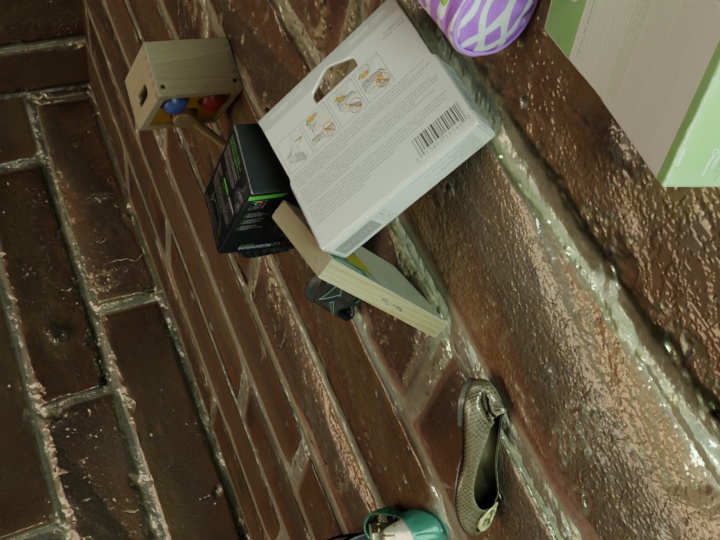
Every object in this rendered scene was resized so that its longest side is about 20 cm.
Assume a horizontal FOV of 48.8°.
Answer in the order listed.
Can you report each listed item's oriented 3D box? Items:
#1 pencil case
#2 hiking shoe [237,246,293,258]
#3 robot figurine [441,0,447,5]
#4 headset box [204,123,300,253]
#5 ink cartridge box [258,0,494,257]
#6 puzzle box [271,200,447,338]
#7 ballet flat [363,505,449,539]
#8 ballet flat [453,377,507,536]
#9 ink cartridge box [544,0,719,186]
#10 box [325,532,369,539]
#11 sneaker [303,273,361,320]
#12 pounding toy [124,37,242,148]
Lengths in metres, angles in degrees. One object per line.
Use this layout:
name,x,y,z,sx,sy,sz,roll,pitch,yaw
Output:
pencil case,0.071,-0.272,0.675,0.086,0.084,0.200,-50,56,35
hiking shoe,-0.131,-0.068,1.164,0.200,0.074,0.087,-24,-77,-71
robot figurine,0.067,-0.290,0.537,0.175,0.115,0.201,-157,69,-87
headset box,-0.087,-0.109,1.002,0.200,0.174,0.093,-44,59,59
ink cartridge box,0.009,-0.142,0.794,0.200,0.045,0.176,-38,63,22
puzzle box,0.000,0.000,0.898,0.025,0.200,0.133,-51,41,10
ballet flat,0.055,0.376,1.129,0.200,0.070,0.068,-31,75,67
ballet flat,0.135,0.208,0.863,0.046,0.067,0.201,11,115,30
ink cartridge box,0.189,-0.169,0.501,0.200,0.048,0.146,-104,16,-44
box,-0.026,0.573,1.384,0.201,0.117,0.197,71,157,13
sneaker,-0.017,-0.001,1.088,0.079,0.075,0.200,44,149,13
pounding toy,-0.313,-0.313,1.453,0.200,0.184,0.143,-26,79,59
